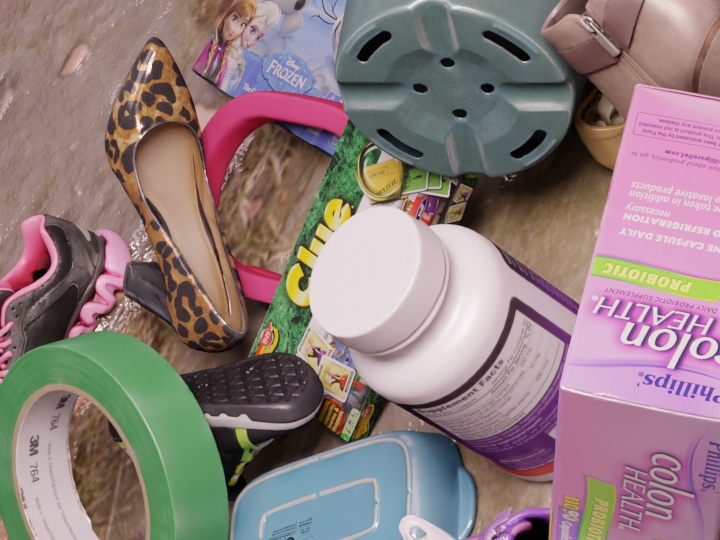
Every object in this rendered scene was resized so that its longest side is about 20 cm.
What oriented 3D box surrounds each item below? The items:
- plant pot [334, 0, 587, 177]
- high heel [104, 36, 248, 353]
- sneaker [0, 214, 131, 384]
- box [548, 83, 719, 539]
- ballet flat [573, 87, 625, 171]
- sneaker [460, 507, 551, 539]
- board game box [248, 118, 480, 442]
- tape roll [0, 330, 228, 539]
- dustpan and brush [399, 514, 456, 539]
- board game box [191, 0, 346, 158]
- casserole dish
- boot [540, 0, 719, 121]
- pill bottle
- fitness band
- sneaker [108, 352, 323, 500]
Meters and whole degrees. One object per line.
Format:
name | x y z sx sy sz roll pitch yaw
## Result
plant pot | 0.075 -0.176 1.666 0.200 0.200 0.196 -19 39 34
high heel | -0.112 -0.049 1.806 0.142 0.071 0.200 29 123 51
sneaker | -0.247 0.048 1.942 0.079 0.095 0.200 14 78 44
box | 0.171 0.035 1.459 0.096 0.176 0.200 11 59 9
ballet flat | 0.210 -0.145 1.659 0.200 0.063 0.069 -50 43 7
sneaker | 0.087 0.175 1.557 0.200 0.088 0.081 -13 59 34
board game box | 0.000 0.000 1.736 0.105 0.023 0.200 35 111 37
tape roll | -0.169 0.142 1.770 0.200 0.048 0.201 19 116 44
dustpan and brush | 0.098 0.197 1.464 0.140 0.200 0.057 -47 4 10
board game box | -0.004 -0.186 1.894 0.200 0.043 0.199 32 89 47
casserole dish | -0.016 0.166 1.702 0.200 0.039 0.121 -21 53 34
boot | 0.169 -0.105 1.557 0.070 0.146 0.200 -57 3 -31
pill bottle | 0.063 0.040 1.582 0.111 0.200 0.112 -22 52 32
fitness band | -0.047 -0.048 1.819 0.200 0.037 0.144 14 99 45
sneaker | -0.084 0.109 1.771 0.200 0.083 0.072 -9 23 49
